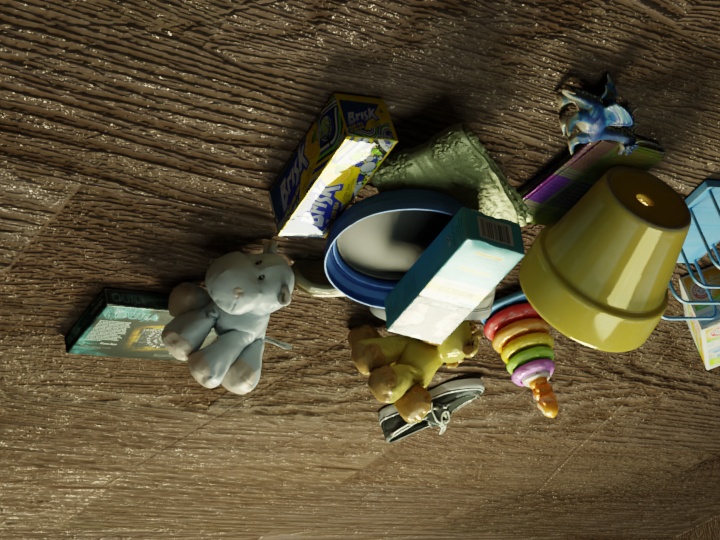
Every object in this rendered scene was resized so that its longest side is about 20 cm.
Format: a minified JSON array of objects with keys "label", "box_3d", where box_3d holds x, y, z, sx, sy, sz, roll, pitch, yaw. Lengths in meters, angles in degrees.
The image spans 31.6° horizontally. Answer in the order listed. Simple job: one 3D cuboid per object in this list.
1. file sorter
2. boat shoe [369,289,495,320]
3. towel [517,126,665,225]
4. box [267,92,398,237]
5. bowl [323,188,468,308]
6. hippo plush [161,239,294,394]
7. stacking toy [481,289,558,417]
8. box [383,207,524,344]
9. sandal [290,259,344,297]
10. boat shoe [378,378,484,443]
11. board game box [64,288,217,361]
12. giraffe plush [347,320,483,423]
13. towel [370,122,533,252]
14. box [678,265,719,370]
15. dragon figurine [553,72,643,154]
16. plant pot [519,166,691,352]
[{"label":"file sorter","box_3d":[0.527,-0.026,1.900,0.138,0.123,0.200,0,148,-29]},{"label":"boat shoe","box_3d":[0.109,0.033,1.857,0.199,0.071,0.070,0,121,-21]},{"label":"towel","box_3d":[0.300,-0.122,1.712,0.143,0.023,0.200,8,144,-39]},{"label":"box","box_3d":[-0.037,-0.119,1.492,0.070,0.065,0.200,2,146,-30]},{"label":"bowl","box_3d":[0.054,-0.026,1.555,0.199,0.040,0.201,-2,142,-2]},{"label":"hippo plush","box_3d":[-0.145,0.059,1.654,0.199,0.160,0.161,4,147,-32]},{"label":"stacking toy","box_3d":[0.263,0.138,1.971,0.109,0.201,0.116,-24,152,14]},{"label":"box","box_3d":[0.109,0.010,1.533,0.082,0.049,0.200,14,139,-22]},{"label":"sandal","box_3d":[0.000,0.000,1.733,0.199,0.080,0.054,3,126,-25]},{"label":"boat shoe","box_3d":[0.130,0.250,2.245,0.198,0.068,0.074,-19,152,5]},{"label":"board game box","box_3d":[-0.288,0.078,1.752,0.199,0.028,0.135,8,143,-37]},{"label":"giraffe plush","box_3d":[0.101,0.121,1.924,0.162,0.173,0.200,-42,144,14]},{"label":"towel","box_3d":[0.107,-0.092,1.536,0.148,0.037,0.200,-22,139,21]},{"label":"box","box_3d":[0.612,0.074,2.147,0.112,0.102,0.200,-21,152,8]},{"label":"dragon figurine","box_3d":[0.290,-0.195,1.533,0.099,0.059,0.200,-20,153,6]},{"label":"plant pot","box_3d":[0.340,-0.027,1.699,0.200,0.201,0.189,2,132,-30]}]
